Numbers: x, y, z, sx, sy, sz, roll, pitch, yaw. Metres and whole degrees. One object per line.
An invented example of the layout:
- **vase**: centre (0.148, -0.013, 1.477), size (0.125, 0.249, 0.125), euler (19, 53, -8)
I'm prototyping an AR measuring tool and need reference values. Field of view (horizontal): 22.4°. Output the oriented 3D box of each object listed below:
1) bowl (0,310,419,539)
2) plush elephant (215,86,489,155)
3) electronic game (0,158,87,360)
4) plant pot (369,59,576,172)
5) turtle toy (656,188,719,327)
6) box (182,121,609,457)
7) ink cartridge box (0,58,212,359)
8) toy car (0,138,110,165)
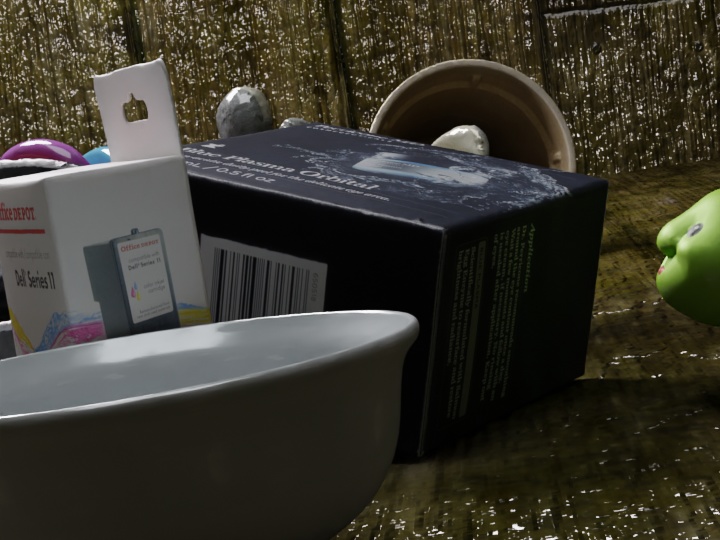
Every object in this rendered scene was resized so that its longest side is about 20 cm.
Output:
- **bowl**: centre (-0.070, 0.075, 0.657), size (0.200, 0.091, 0.201), euler (-9, 4, 1)
- **plush elephant**: centre (0.017, -0.032, 1.197), size (0.154, 0.165, 0.200), euler (-18, -23, 10)
- **electronic game**: centre (-0.202, -0.001, 1.015), size (0.199, 0.042, 0.200), euler (-3, 38, 3)
- **plant pot**: centre (0.094, -0.087, 1.772), size (0.199, 0.201, 0.183), euler (-9, -6, -6)
- **turtle toy**: centre (0.243, 0.000, 0.875), size (0.199, 0.102, 0.146), euler (-9, 5, 3)
- **box**: centre (0.000, 0.000, 0.963), size (0.196, 0.118, 0.200), euler (14, 15, 28)
- **ink cartridge box**: centre (-0.116, 0.012, 0.815), size (0.067, 0.201, 0.117), euler (-11, 5, -23)
- **toy car**: centre (-0.187, -0.012, 1.159), size (0.175, 0.150, 0.200), euler (-43, 1, 35)
